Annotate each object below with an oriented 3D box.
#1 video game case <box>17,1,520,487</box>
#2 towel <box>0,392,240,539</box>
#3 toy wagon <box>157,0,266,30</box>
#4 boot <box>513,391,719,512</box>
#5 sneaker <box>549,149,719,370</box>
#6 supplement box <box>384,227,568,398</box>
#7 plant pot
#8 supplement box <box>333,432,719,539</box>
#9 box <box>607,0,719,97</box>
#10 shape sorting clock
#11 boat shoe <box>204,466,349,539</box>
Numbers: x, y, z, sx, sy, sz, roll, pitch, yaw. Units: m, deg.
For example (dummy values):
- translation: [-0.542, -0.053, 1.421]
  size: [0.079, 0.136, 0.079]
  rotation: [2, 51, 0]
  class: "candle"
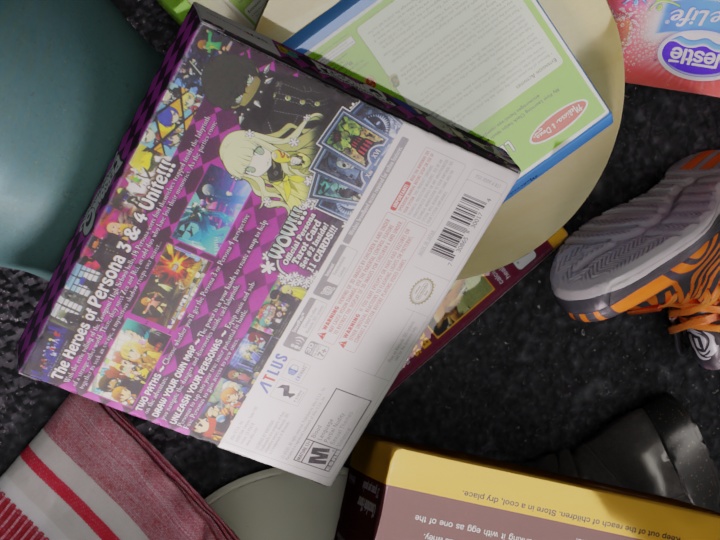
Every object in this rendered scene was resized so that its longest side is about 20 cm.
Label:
- translation: [-0.046, -0.005, 0.840]
  size: [0.181, 0.036, 0.201]
  rotation: [22, 109, -23]
  class: "video game case"
- translation: [-0.174, 0.179, 0.942]
  size: [0.144, 0.023, 0.200]
  rotation: [41, 90, 24]
  class: "towel"
- translation: [-0.042, -0.187, 0.940]
  size: [0.155, 0.040, 0.200]
  rotation: [-45, 102, -1]
  class: "toy wagon"
- translation: [0.169, 0.184, 1.023]
  size: [0.131, 0.070, 0.201]
  rotation: [-27, 91, -2]
  class: "boot"
- translation: [0.182, 0.012, 0.950]
  size: [0.200, 0.077, 0.113]
  rotation: [-30, 113, -43]
  class: "sneaker"
- translation: [0.000, 0.000, 0.950]
  size: [0.200, 0.086, 0.110]
  rotation: [-41, 102, -2]
  class: "supplement box"
- translation: [-0.199, -0.093, 0.857]
  size: [0.187, 0.200, 0.201]
  rotation: [29, 93, -26]
  class: "plant pot"
- translation: [0.077, 0.206, 0.904]
  size: [0.196, 0.133, 0.201]
  rotation: [13, 86, -8]
  class: "supplement box"
- translation: [0.184, -0.160, 0.939]
  size: [0.199, 0.095, 0.103]
  rotation: [8, 121, -11]
  class: "box"
- translation: [0.039, -0.092, 0.880]
  size: [0.199, 0.039, 0.201]
  rotation: [-1, 102, -5]
  class: "shape sorting clock"
- translation: [-0.081, 0.179, 0.987]
  size: [0.199, 0.073, 0.062]
  rotation: [-29, 145, -11]
  class: "boat shoe"
